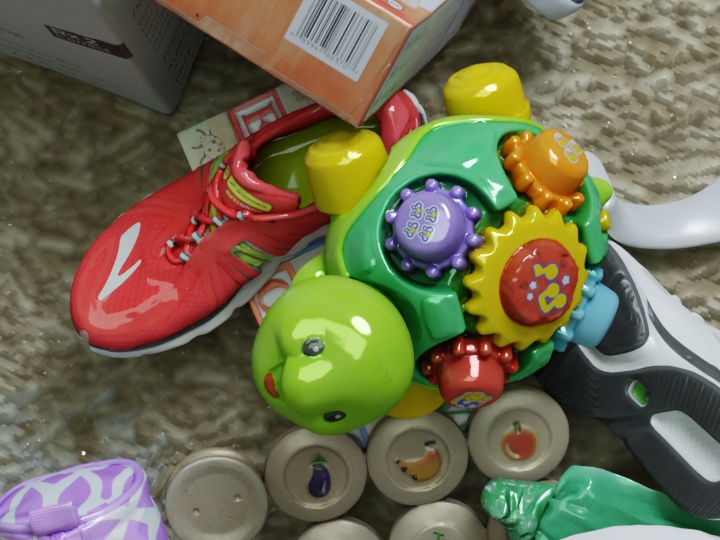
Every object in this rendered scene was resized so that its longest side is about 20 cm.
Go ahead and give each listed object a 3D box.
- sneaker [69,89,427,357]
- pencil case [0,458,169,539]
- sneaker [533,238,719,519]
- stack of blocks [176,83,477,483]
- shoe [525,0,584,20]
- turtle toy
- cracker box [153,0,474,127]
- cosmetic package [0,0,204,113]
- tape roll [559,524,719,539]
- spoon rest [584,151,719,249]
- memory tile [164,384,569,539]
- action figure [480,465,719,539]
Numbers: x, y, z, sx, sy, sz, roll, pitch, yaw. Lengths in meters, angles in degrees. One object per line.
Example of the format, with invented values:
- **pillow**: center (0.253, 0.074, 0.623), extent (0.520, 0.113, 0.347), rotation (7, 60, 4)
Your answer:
- **sneaker**: center (-0.060, -0.033, 0.832), extent (0.200, 0.085, 0.077), rotation (-34, 78, 0)
- **pencil case**: center (-0.115, 0.190, 0.829), extent (0.084, 0.086, 0.200), rotation (-15, 102, 9)
- **sneaker**: center (0.161, 0.051, 0.872), extent (0.076, 0.115, 0.201), rotation (-58, 47, 23)
- **stack of blocks**: center (0.000, 0.000, 0.894), extent (0.115, 0.059, 0.200), rotation (-24, 79, 2)
- **shoe**: center (0.080, -0.227, 0.848), extent (0.091, 0.071, 0.200), rotation (-28, 98, 23)
- **turtle toy**: center (0.036, 0.005, 0.774), extent (0.200, 0.101, 0.146), rotation (-27, 116, -21)
- **cracker box**: center (-0.018, -0.149, 0.827), extent (0.134, 0.200, 0.058), rotation (32, 114, 3)
- **cosmetic package**: center (-0.156, -0.201, 0.873), extent (0.165, 0.200, 0.165), rotation (19, 82, 9)
- **tape roll**: center (0.129, 0.220, 0.794), extent (0.202, 0.071, 0.203), rotation (0, 111, -1)
- **spoon rest**: center (0.211, -0.054, 0.884), extent (0.200, 0.061, 0.099), rotation (-14, 52, -2)
- **memory tile**: center (0.014, 0.141, 0.852), extent (0.200, 0.017, 0.154), rotation (-12, 106, -1)
- **action figure**: center (0.147, 0.146, 0.832), extent (0.200, 0.055, 0.118), rotation (27, 99, -8)
